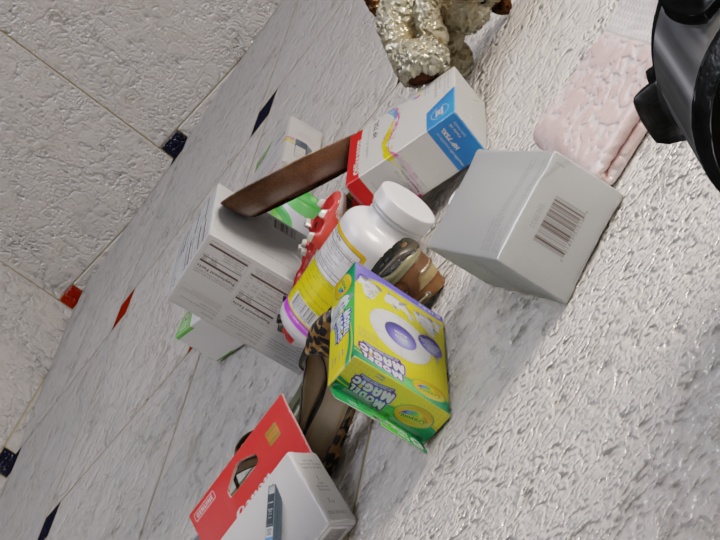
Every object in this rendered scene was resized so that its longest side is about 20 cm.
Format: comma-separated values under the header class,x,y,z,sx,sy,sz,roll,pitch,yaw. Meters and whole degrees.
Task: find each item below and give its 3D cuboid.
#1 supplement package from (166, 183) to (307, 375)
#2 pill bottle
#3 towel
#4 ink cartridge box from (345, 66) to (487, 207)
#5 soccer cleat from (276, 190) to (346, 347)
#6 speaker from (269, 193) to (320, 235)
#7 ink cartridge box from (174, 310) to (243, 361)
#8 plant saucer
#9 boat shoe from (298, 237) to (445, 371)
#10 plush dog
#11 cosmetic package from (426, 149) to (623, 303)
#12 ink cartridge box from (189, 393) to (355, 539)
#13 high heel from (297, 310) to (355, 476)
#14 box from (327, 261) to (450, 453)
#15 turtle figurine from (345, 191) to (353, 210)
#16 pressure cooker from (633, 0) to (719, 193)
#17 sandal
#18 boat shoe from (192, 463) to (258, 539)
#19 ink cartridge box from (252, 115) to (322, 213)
class,x,y,z,sx,sy,sz,roll,pitch,yaw
supplement package,-0.130,0.010,1.881,0.111,0.199,0.156,-53,16,21
pill bottle,0.000,0.000,1.669,0.201,0.104,0.105,-54,17,21
towel,0.240,-0.180,1.365,0.192,0.032,0.200,-59,15,8
ink cartridge box,0.049,-0.136,1.715,0.199,0.067,0.117,-33,26,22
soccer cleat,-0.038,0.002,1.766,0.069,0.084,0.202,-109,36,-70
speaker,-0.125,-0.019,2.130,0.201,0.088,0.089,-57,16,14
ink cartridge box,-0.194,0.021,2.276,0.145,0.083,0.202,-33,31,59
plant saucer,-0.078,-0.113,1.831,0.199,0.037,0.200,-27,1,0
boat shoe,0.012,0.054,1.584,0.200,0.074,0.076,-44,12,29
plush dog,0.104,-0.323,1.781,0.171,0.162,0.200,-32,-4,16
cosmetic package,0.144,-0.044,1.341,0.114,0.081,0.200,-61,14,-2
ink cartridge box,-0.109,0.257,1.516,0.201,0.044,0.177,-53,51,25
high heel,-0.040,0.140,1.518,0.201,0.071,0.144,84,-153,-56
box,0.027,0.084,1.414,0.048,0.117,0.201,-49,20,26
turtle figurine,-0.004,-0.066,1.830,0.162,0.064,0.200,-50,18,1
pressure cooker,0.271,-0.134,0.924,0.201,0.173,0.181,-91,10,-63
sandal,-0.117,0.209,1.755,0.203,0.057,0.080,-60,15,2
boat shoe,-0.133,0.291,1.675,0.201,0.072,0.062,-52,-7,17
ink cartridge box,-0.124,-0.150,2.388,0.117,0.067,0.201,-51,17,29
